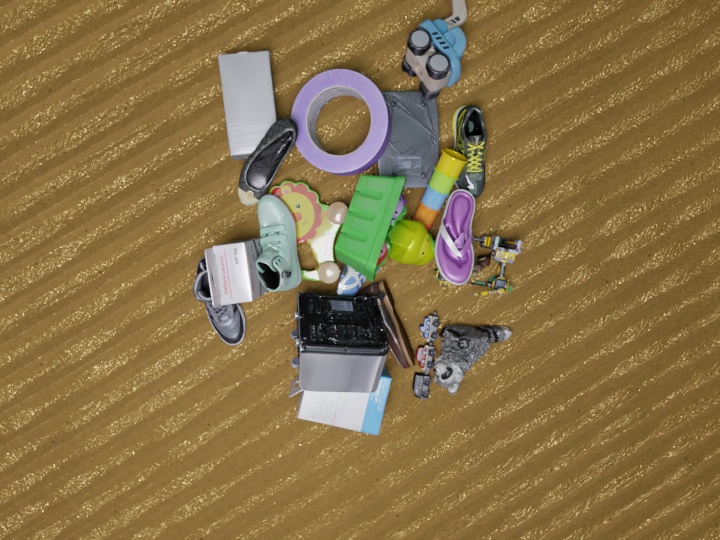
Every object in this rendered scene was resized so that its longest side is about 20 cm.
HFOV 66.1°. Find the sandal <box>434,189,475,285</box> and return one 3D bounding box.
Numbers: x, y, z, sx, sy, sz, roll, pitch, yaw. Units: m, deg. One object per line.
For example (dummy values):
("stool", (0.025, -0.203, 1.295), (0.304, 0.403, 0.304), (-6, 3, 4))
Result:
("sandal", (0.194, -0.073, 1.121), (0.081, 0.050, 0.205), (5, 75, 0))

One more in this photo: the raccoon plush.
("raccoon plush", (0.248, 0.199, 1.223), (0.198, 0.097, 0.136), (2, 104, -16))

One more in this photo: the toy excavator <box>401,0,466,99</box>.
("toy excavator", (0.174, -0.486, 1.145), (0.199, 0.100, 0.195), (-33, 81, -11))

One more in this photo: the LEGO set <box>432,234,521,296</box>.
("LEGO set", (0.255, -0.019, 1.194), (0.198, 0.116, 0.155), (18, 94, -7))

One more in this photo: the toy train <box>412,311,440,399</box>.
("toy train", (0.146, 0.191, 1.250), (0.045, 0.034, 0.202), (8, 96, 5))

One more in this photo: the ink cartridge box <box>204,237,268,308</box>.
("ink cartridge box", (-0.237, 0.000, 1.103), (0.067, 0.200, 0.117), (-7, 97, 6))

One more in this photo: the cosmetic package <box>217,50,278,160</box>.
("cosmetic package", (-0.225, -0.334, 1.133), (0.106, 0.090, 0.202), (-5, 93, -6))

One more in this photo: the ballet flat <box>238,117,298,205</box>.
("ballet flat", (-0.188, -0.212, 1.089), (0.066, 0.057, 0.201), (26, 113, -20))

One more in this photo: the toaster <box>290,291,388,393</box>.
("toaster", (-0.038, 0.135, 1.097), (0.198, 0.182, 0.120), (4, 124, -12))

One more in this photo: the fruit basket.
("fruit basket", (0.067, -0.073, 1.114), (0.213, 0.156, 0.218), (0, 79, 0))

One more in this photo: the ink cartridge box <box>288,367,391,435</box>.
("ink cartridge box", (-0.050, 0.252, 1.187), (0.198, 0.129, 0.127), (14, 94, -7))

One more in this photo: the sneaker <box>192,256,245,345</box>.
("sneaker", (-0.298, 0.070, 1.151), (0.075, 0.114, 0.202), (-18, 97, -3))

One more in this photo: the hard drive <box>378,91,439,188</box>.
("hard drive", (0.100, -0.278, 1.190), (0.133, 0.042, 0.202), (-2, 96, -6))

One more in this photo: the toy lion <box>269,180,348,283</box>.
("toy lion", (-0.125, -0.085, 1.184), (0.189, 0.069, 0.202), (9, 95, 1))

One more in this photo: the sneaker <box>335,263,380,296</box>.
("sneaker", (0.000, 0.000, 1.186), (0.076, 0.076, 0.202), (22, 90, -3))

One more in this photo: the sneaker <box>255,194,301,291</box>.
("sneaker", (-0.174, -0.055, 1.109), (0.073, 0.118, 0.203), (-14, 93, 15))

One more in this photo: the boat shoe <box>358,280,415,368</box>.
("boat shoe", (0.058, 0.124, 1.217), (0.070, 0.070, 0.202), (-22, 89, 12))

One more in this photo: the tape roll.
("tape roll", (-0.038, -0.299, 1.133), (0.198, 0.085, 0.202), (1, 95, 8))

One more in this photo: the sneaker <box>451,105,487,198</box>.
("sneaker", (0.233, -0.255, 1.184), (0.074, 0.085, 0.202), (-9, 97, -4))

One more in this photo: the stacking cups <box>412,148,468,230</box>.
("stacking cups", (0.161, -0.153, 1.172), (0.060, 0.061, 0.201), (18, 118, -7))
